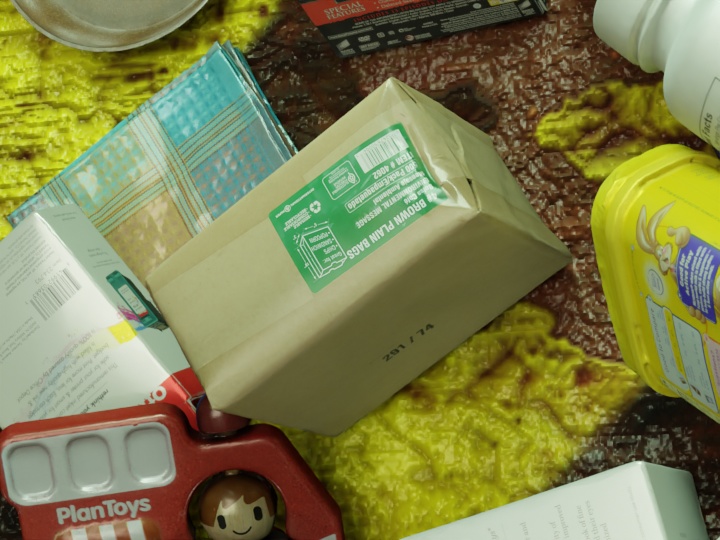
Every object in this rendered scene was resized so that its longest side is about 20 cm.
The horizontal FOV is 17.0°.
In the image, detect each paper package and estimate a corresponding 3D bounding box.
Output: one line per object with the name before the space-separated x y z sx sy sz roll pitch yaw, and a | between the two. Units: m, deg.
paper package | 0.000 0.000 1.440 0.200 0.191 0.104 -37 71 13

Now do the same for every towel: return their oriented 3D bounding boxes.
towel | -0.129 -0.037 1.592 0.200 0.022 0.147 -37 70 15

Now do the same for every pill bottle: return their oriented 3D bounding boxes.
pill bottle | 0.232 -0.112 1.337 0.200 0.114 0.114 38 98 22

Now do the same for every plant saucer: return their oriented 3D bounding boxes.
plant saucer | -0.158 -0.243 1.628 0.200 0.032 0.201 -4 80 23

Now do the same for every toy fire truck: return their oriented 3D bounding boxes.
toy fire truck | -0.111 0.159 1.463 0.200 0.112 0.168 -9 106 1

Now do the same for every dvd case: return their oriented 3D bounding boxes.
dvd case | 0.012 -0.206 1.464 0.146 0.200 0.022 -11 56 22

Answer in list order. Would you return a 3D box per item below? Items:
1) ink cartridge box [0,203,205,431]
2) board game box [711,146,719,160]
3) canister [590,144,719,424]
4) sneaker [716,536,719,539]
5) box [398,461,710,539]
ink cartridge box | -0.174 0.070 1.556 0.116 0.067 0.200 -41 83 16
board game box | 0.281 -0.109 1.409 0.165 0.057 0.200 -29 73 15
canister | 0.221 0.029 1.323 0.086 0.149 0.200 -25 29 -17
sneaker | 0.246 0.153 1.330 0.088 0.075 0.200 -24 41 52
box | 0.110 0.214 1.407 0.200 0.106 0.153 -20 75 20
